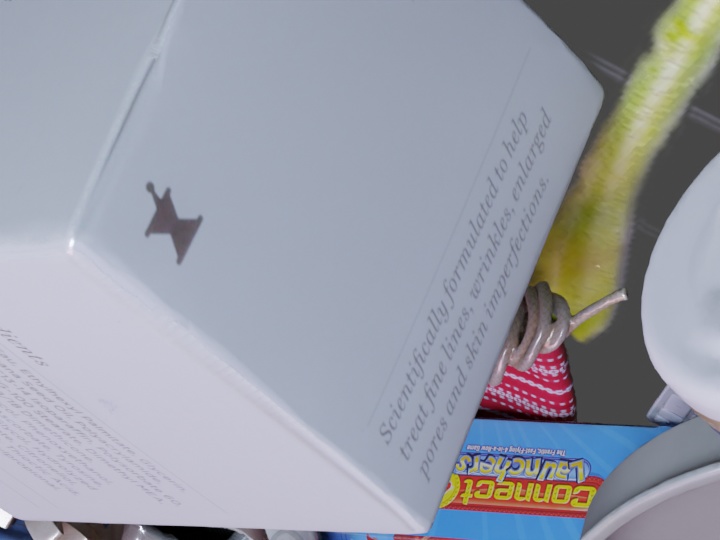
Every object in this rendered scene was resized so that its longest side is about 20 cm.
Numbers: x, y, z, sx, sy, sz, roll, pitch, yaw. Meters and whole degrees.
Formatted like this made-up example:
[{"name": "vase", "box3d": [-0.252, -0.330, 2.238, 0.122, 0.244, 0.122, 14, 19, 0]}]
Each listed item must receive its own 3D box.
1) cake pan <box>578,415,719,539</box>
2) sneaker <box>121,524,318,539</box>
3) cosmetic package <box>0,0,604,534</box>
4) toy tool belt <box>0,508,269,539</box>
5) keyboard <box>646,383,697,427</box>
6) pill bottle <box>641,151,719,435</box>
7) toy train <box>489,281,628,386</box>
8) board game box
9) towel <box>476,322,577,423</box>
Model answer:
[{"name": "cake pan", "box3d": [0.165, 0.106, 1.075, 0.199, 0.037, 0.201, 0, 142, 0]}, {"name": "sneaker", "box3d": [-0.111, 0.113, 1.162, 0.199, 0.075, 0.081, -5, 128, -1]}, {"name": "cosmetic package", "box3d": [-0.067, -0.029, 0.929, 0.200, 0.165, 0.165, -1, 147, 45]}, {"name": "toy tool belt", "box3d": [-0.137, 0.103, 1.069, 0.199, 0.125, 0.123, 25, -172, 5]}, {"name": "keyboard", "box3d": [0.147, 0.033, 1.059, 0.056, 0.011, 0.200, 24, 157, 1]}, {"name": "pill bottle", "box3d": [0.184, 0.043, 0.914, 0.111, 0.111, 0.200, -3, 146, 48]}, {"name": "toy train", "box3d": [0.000, 0.000, 1.058, 0.116, 0.085, 0.200, 49, 139, -5]}, {"name": "board game box", "box3d": [0.070, 0.130, 1.238, 0.195, 0.056, 0.200, 1, 150, 30]}, {"name": "towel", "box3d": [0.019, 0.052, 1.213, 0.144, 0.023, 0.200, 17, 156, 14]}]
